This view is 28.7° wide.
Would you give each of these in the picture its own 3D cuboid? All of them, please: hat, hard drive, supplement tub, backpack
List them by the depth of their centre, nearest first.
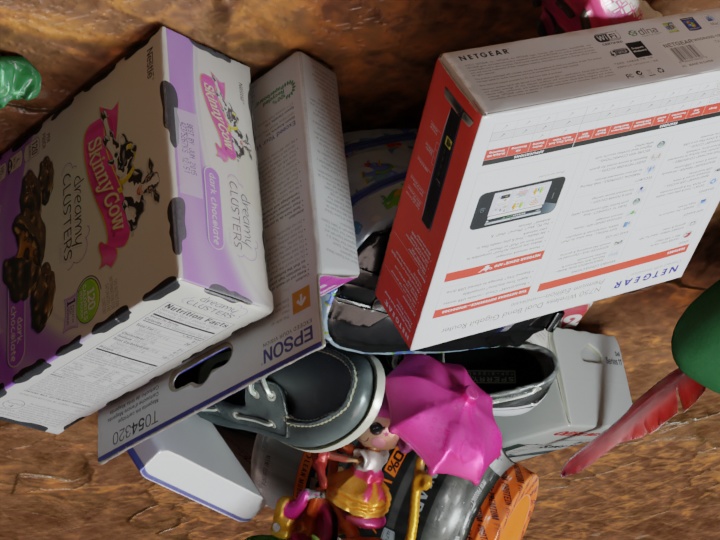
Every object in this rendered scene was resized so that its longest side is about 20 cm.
[{"bbox_3d":[0.041,-0.017,0.908,0.200,0.154,0.163,-20,148,-42],"label":"backpack"},{"bbox_3d":[-0.156,0.087,1.008,0.025,0.200,0.132,-44,143,4],"label":"hard drive"},{"bbox_3d":[0.026,0.159,1.078,0.200,0.123,0.123,21,158,20],"label":"supplement tub"},{"bbox_3d":[0.250,0.045,1.084,0.176,0.200,0.166,6,142,25],"label":"hat"}]

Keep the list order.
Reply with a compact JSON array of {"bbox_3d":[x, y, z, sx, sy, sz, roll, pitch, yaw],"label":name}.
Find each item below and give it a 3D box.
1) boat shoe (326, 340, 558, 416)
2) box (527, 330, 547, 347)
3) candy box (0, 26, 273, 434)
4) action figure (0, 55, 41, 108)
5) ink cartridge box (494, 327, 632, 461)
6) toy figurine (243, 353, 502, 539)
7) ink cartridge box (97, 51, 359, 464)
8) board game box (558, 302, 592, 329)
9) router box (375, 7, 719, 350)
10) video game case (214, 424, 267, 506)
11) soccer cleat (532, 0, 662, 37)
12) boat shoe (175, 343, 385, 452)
[{"bbox_3d":[0.044,0.077,1.016,0.199,0.074,0.068,4,162,-6],"label":"boat shoe"},{"bbox_3d":[0.052,0.055,1.114,0.200,0.039,0.041,-15,141,31],"label":"box"},{"bbox_3d":[-0.149,-0.019,0.838,0.200,0.168,0.071,-30,144,35],"label":"candy box"},{"bbox_3d":[-0.273,-0.109,0.770,0.200,0.055,0.118,2,149,-29],"label":"action figure"},{"bbox_3d":[0.111,0.117,1.184,0.200,0.083,0.146,-21,163,30],"label":"ink cartridge box"},{"bbox_3d":[0.019,0.142,0.957,0.150,0.185,0.200,10,-171,-46],"label":"toy figurine"},{"bbox_3d":[-0.085,-0.002,0.851,0.196,0.200,0.043,-28,145,35],"label":"ink cartridge box"},{"bbox_3d":[0.146,-0.001,1.083,0.095,0.030,0.200,0,148,-14],"label":"board game box"},{"bbox_3d":[0.119,-0.051,0.788,0.200,0.049,0.180,-13,142,-25],"label":"router box"},{"bbox_3d":[-0.033,0.179,1.258,0.200,0.022,0.182,10,-174,-27],"label":"video game case"},{"bbox_3d":[0.158,-0.130,0.828,0.086,0.070,0.200,-33,145,-4],"label":"soccer cleat"},{"bbox_3d":[-0.064,0.079,0.953,0.062,0.073,0.200,21,166,-37],"label":"boat shoe"}]
